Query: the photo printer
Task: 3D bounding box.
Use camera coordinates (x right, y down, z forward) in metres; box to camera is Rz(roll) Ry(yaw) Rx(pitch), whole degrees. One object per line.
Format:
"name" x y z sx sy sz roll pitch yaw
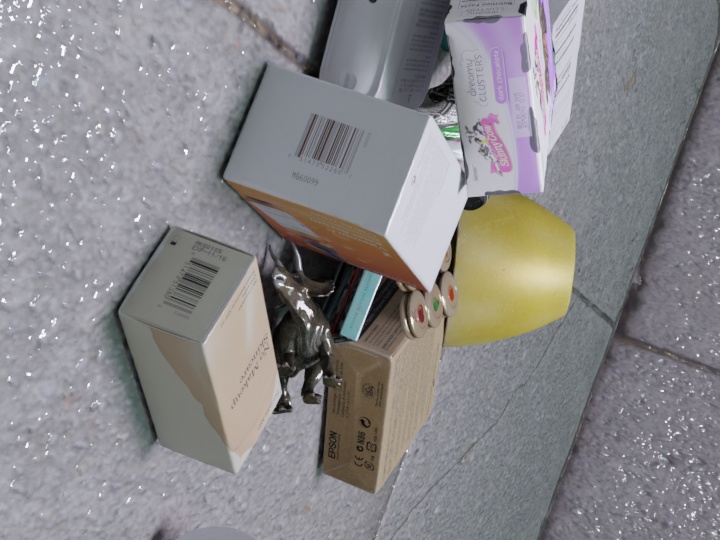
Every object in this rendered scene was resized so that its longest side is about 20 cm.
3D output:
"photo printer" 0.029 -0.225 1.513 0.166 0.069 0.202 -17 124 -70

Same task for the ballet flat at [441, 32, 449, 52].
"ballet flat" 0.126 -0.278 1.668 0.068 0.068 0.200 -28 177 -19

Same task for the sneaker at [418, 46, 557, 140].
"sneaker" 0.115 -0.195 1.732 0.199 0.078 0.086 -29 135 -24

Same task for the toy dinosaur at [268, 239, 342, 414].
"toy dinosaur" -0.055 0.070 1.559 0.201 0.076 0.103 101 -7 -57

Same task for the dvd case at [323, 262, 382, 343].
"dvd case" 0.000 0.000 1.624 0.200 0.022 0.147 159 -47 -79

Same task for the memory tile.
"memory tile" 0.063 -0.038 1.775 0.153 0.017 0.202 -25 107 -66

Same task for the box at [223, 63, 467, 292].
"box" -0.006 -0.074 1.437 0.107 0.151 0.200 -68 162 -9

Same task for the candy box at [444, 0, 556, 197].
"candy box" 0.128 -0.187 1.501 0.201 0.071 0.169 -74 158 -56

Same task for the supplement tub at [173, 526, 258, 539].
"supplement tub" -0.124 0.336 1.533 0.146 0.144 0.201 -58 159 -33

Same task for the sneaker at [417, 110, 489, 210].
"sneaker" 0.062 -0.088 1.676 0.199 0.080 0.087 24 60 -49

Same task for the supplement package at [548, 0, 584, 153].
"supplement package" 0.174 -0.232 1.874 0.201 0.113 0.110 91 25 -43

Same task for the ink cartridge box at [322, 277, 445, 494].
"ink cartridge box" 0.028 0.117 1.871 0.165 0.074 0.201 -51 153 -49

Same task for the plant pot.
"plant pot" 0.172 -0.005 1.956 0.200 0.140 0.202 6 90 -89

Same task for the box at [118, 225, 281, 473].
"box" -0.124 0.067 1.354 0.201 0.077 0.095 82 32 -55
